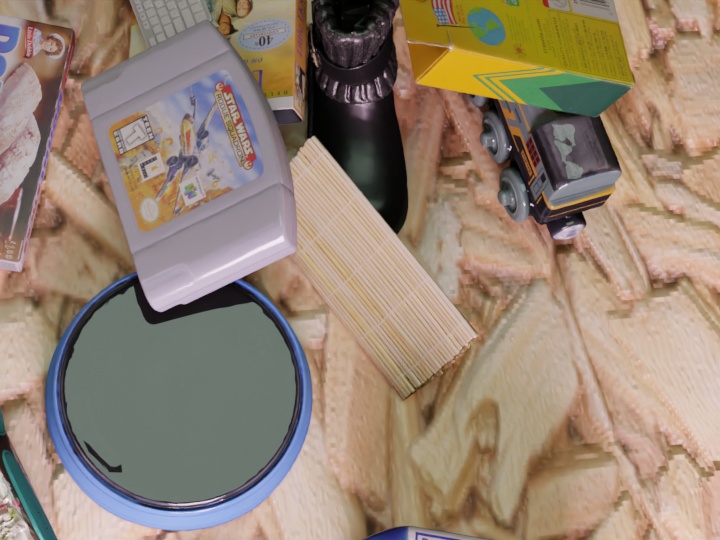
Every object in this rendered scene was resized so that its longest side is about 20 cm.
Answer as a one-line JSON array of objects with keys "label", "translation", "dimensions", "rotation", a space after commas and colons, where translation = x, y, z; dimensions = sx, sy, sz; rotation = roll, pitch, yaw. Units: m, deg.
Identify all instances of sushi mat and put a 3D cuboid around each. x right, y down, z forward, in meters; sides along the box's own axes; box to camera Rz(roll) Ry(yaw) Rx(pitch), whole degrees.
[{"label": "sushi mat", "translation": [0.000, 0.000, 1.063], "dimensions": [0.200, 0.096, 0.012], "rotation": [51, 36, 10]}]

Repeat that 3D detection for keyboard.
[{"label": "keyboard", "translation": [-0.175, -0.266, 1.132], "dimensions": [0.056, 0.011, 0.201], "rotation": [-27, 65, 9]}]

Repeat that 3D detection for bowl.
[{"label": "bowl", "translation": [-0.133, 0.090, 1.034], "dimensions": [0.199, 0.039, 0.202], "rotation": [3, 71, -8]}]

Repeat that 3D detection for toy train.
[{"label": "toy train", "translation": [0.142, -0.127, 1.113], "dimensions": [0.085, 0.114, 0.201], "rotation": [-14, 74, -14]}]

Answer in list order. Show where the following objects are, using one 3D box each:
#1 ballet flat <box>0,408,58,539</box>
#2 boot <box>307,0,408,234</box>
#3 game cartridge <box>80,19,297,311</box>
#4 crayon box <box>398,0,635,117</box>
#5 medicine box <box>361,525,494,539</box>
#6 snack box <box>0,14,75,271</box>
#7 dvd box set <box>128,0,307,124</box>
[{"label": "ballet flat", "translation": [-0.275, 0.133, 0.982], "dimensions": [0.064, 0.076, 0.201], "rotation": [-26, 74, 0]}, {"label": "boot", "translation": [-0.001, -0.137, 1.069], "dimensions": [0.079, 0.158, 0.213], "rotation": [-7, 72, -12]}, {"label": "game cartridge", "translation": [-0.124, -0.085, 1.039], "dimensions": [0.133, 0.042, 0.201], "rotation": [-27, 67, 13]}, {"label": "crayon box", "translation": [0.097, -0.190, 1.014], "dimensions": [0.199, 0.051, 0.128], "rotation": [7, 62, -30]}, {"label": "medicine box", "translation": [0.087, 0.290, 0.950], "dimensions": [0.181, 0.103, 0.201], "rotation": [13, 68, -19]}, {"label": "snack box", "translation": [-0.277, -0.101, 1.083], "dimensions": [0.071, 0.024, 0.201], "rotation": [10, 70, -5]}, {"label": "dvd box set", "translation": [-0.114, -0.206, 1.113], "dimensions": [0.145, 0.029, 0.201], "rotation": [-5, 71, 17]}]
